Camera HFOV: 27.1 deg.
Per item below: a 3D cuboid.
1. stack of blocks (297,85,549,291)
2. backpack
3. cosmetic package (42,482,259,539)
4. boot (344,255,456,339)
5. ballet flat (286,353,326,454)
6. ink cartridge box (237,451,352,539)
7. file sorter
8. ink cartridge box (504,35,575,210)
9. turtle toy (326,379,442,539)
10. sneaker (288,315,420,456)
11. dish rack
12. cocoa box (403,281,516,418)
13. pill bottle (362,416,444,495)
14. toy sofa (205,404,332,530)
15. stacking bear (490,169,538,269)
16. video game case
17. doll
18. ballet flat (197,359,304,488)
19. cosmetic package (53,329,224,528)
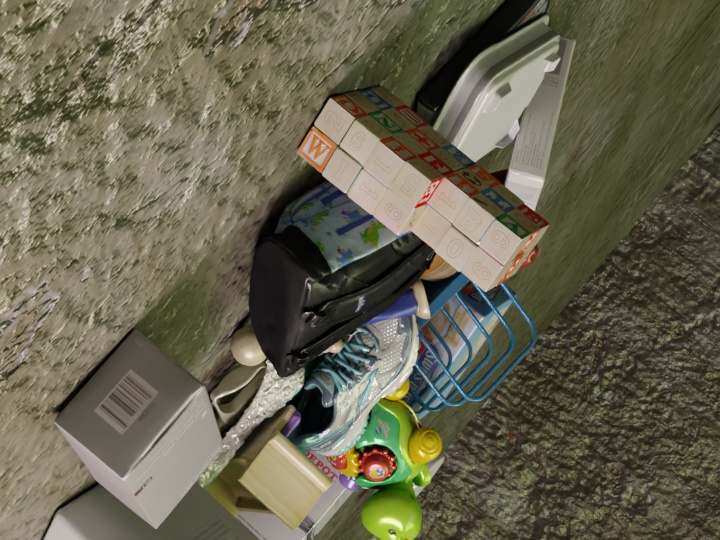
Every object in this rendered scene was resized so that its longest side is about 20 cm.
[{"bbox_3d":[0.056,-0.071,1.285,0.059,0.199,0.115,-55,167,24],"label":"stack of blocks"},{"bbox_3d":[-0.010,-0.016,1.387,0.198,0.154,0.164,-20,148,-25],"label":"backpack"},{"bbox_3d":[-0.205,0.320,1.456,0.166,0.200,0.168,-30,156,-55],"label":"cosmetic package"},{"bbox_3d":[0.000,0.000,1.588,0.199,0.074,0.154,-33,155,20],"label":"boot"},{"bbox_3d":[-0.084,0.124,1.616,0.068,0.067,0.202,-27,140,-43],"label":"ballet flat"},{"bbox_3d":[-0.118,0.275,1.748,0.200,0.146,0.084,-47,166,-16],"label":"ink cartridge box"},{"bbox_3d":[0.085,0.081,1.706,0.139,0.123,0.199,-43,-171,-29],"label":"file sorter"},{"bbox_3d":[0.197,-0.140,1.712,0.177,0.044,0.202,96,9,-59],"label":"ink cartridge box"},{"bbox_3d":[0.018,0.207,1.674,0.100,0.202,0.146,-25,173,-28],"label":"turtle toy"},{"bbox_3d":[-0.009,0.113,1.566,0.086,0.077,0.202,6,117,-53],"label":"sneaker"},{"bbox_3d":[0.135,-0.166,1.535,0.200,0.043,0.173,-38,160,-51],"label":"dish rack"},{"bbox_3d":[0.085,0.080,1.946,0.201,0.131,0.133,-57,166,25],"label":"cocoa box"},{"bbox_3d":[0.003,0.192,1.819,0.112,0.199,0.112,-47,167,-14],"label":"pill bottle"},{"bbox_3d":[-0.104,0.207,1.580,0.098,0.083,0.199,-51,-165,-21],"label":"toy sofa"},{"bbox_3d":[0.113,-0.060,1.726,0.113,0.123,0.199,-17,169,25],"label":"stacking bear"},{"bbox_3d":[0.125,-0.198,1.563,0.200,0.025,0.181,-47,166,-18],"label":"video game case"},{"bbox_3d":[-0.033,0.048,1.477,0.198,0.137,0.049,-17,118,-5],"label":"doll"},{"bbox_3d":[-0.143,0.149,1.522,0.200,0.072,0.072,-45,167,3],"label":"ballet flat"},{"bbox_3d":[-0.186,0.142,1.294,0.107,0.090,0.200,-50,164,-15],"label":"cosmetic package"}]
